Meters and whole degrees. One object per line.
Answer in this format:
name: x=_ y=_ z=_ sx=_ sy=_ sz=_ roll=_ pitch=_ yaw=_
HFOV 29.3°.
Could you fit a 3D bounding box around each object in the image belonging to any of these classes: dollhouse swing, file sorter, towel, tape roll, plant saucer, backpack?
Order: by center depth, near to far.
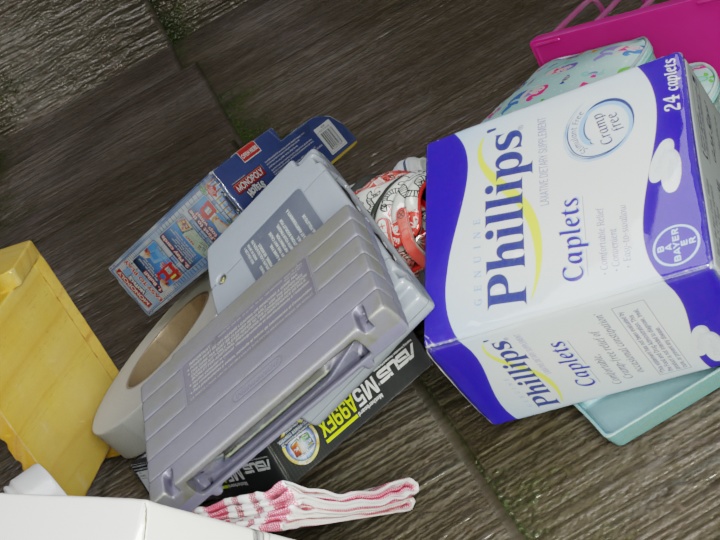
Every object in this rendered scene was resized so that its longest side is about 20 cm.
plant saucer: x=0.237 y=0.052 z=0.915 sx=0.200 sy=0.019 sz=0.070 roll=-31 pitch=21 yaw=-3
towel: x=-0.079 y=0.163 z=0.939 sx=0.200 sy=0.030 sz=0.146 roll=-13 pitch=-12 yaw=35
backpack: x=0.207 y=-0.101 z=1.131 sx=0.200 sy=0.151 sz=0.178 roll=2 pitch=36 yaw=45
tape roll: x=-0.152 y=0.070 z=1.182 sx=0.203 sy=0.037 sz=0.203 roll=-45 pitch=15 yaw=15
dollhouse swing: x=-0.318 y=0.110 z=1.227 sx=0.181 sy=0.200 sz=0.176 roll=-14 pitch=26 yaw=33
file sorter: x=0.285 y=-0.190 z=1.229 sx=0.200 sy=0.139 sz=0.125 roll=-8 pitch=28 yaw=43

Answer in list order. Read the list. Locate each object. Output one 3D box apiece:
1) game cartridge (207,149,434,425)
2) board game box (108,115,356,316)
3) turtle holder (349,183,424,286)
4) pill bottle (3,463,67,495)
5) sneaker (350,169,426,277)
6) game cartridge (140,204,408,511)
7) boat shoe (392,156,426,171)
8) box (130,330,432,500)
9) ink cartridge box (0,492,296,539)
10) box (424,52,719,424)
game cartridge: x=-0.038 y=0.012 z=0.964 sx=0.133 sy=0.041 sz=0.200 roll=-49 pitch=40 yaw=13
board game box: x=-0.124 y=-0.050 z=1.226 sx=0.200 sy=0.062 sz=0.200 roll=-36 pitch=6 yaw=35
turtle holder: x=0.017 y=-0.004 z=1.190 sx=0.131 sy=0.141 sz=0.185 roll=-1 pitch=-8 yaw=24
pill bottle: x=-0.295 y=0.240 z=1.021 sx=0.200 sy=0.120 sz=0.120 roll=-37 pitch=23 yaw=-20
sneaker: x=0.000 y=-0.001 z=1.025 sx=0.108 sy=0.067 sz=0.202 roll=-3 pitch=43 yaw=53
game cartridge: x=-0.061 y=0.057 z=0.888 sx=0.200 sy=0.038 sz=0.130 roll=-41 pitch=28 yaw=15
boat shoe: x=0.100 y=-0.034 z=1.098 sx=0.067 sy=0.073 sz=0.200 roll=-53 pitch=56 yaw=25
box: x=-0.063 y=0.111 z=1.046 sx=0.160 sy=0.044 sz=0.200 roll=-36 pitch=10 yaw=-38
ink cartridge box: x=-0.095 y=0.186 z=0.776 sx=0.146 sy=0.200 sz=0.083 roll=-7 pitch=66 yaw=43
box: x=0.151 y=-0.020 z=0.929 sx=0.200 sy=0.105 sz=0.184 roll=-19 pitch=48 yaw=26
